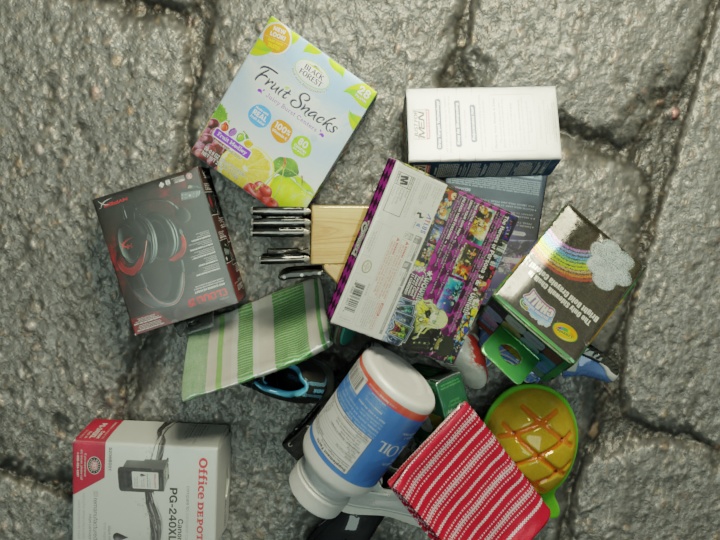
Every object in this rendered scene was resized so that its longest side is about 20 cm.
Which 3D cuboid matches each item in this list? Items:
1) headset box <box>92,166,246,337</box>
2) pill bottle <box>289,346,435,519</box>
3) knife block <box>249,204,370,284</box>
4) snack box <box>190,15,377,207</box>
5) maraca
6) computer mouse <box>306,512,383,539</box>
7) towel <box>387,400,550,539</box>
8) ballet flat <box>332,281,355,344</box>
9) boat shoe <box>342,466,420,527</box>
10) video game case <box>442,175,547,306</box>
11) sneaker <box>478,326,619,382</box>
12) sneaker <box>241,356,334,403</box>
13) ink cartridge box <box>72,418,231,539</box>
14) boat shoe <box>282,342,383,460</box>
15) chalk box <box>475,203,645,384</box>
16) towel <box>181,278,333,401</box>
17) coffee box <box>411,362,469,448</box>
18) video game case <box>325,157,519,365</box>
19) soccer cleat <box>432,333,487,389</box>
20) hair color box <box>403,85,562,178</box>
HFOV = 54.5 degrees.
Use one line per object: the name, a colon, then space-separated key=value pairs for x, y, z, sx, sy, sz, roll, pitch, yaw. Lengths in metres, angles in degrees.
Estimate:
headset box: x=-0.245 y=-0.017 z=0.925 sx=0.145 sy=0.075 sz=0.205 roll=-15 pitch=96 yaw=1
pill bottle: x=-0.004 y=0.206 z=0.872 sx=0.111 sy=0.112 sz=0.202 roll=34 pitch=106 yaw=-4
knife block: x=-0.031 y=-0.058 z=0.865 sx=0.200 sy=0.064 sz=0.176 roll=-45 pitch=99 yaw=1
snack box: x=-0.097 y=-0.191 z=0.911 sx=0.166 sy=0.068 sz=0.203 roll=32 pitch=93 yaw=-4
maraca: x=0.224 y=0.253 z=0.946 sx=0.133 sy=0.107 sz=0.206 roll=7 pitch=97 yaw=3
computer mouse: x=-0.017 y=0.410 z=0.992 sx=0.200 sy=0.046 sz=0.141 roll=-45 pitch=94 yaw=4
towel: x=0.141 y=0.286 z=0.870 sx=0.144 sy=0.022 sz=0.201 roll=-42 pitch=103 yaw=-13
ballet flat: x=0.000 y=0.000 z=0.945 sx=0.063 sy=0.067 sz=0.204 roll=29 pitch=95 yaw=23
boat shoe: x=0.029 y=0.287 z=0.934 sx=0.195 sy=0.072 sz=0.070 roll=8 pitch=115 yaw=29
video game case: x=0.173 y=-0.053 z=0.955 sx=0.139 sy=0.019 sz=0.206 roll=7 pitch=97 yaw=-1
sneaker: x=0.250 y=0.116 z=0.949 sx=0.195 sy=0.076 sz=0.079 roll=18 pitch=93 yaw=8
sneaker: x=-0.132 y=0.122 z=0.920 sx=0.195 sy=0.082 sz=0.075 roll=12 pitch=89 yaw=20
ink cartridge box: x=-0.282 y=0.291 z=0.956 sx=0.194 sy=0.083 sz=0.150 roll=3 pitch=97 yaw=-1
boat shoe: x=-0.042 y=0.176 z=0.958 sx=0.065 sy=0.070 sz=0.202 roll=32 pitch=103 yaw=-6
chalk box: x=0.228 y=0.048 z=0.861 sx=0.124 sy=0.124 sz=0.200 roll=40 pitch=77 yaw=12
towel: x=-0.135 y=0.083 z=0.906 sx=0.195 sy=0.154 sz=0.024 roll=-18 pitch=124 yaw=1
coffee box: x=0.115 y=0.231 z=0.936 sx=0.043 sy=0.122 sz=0.205 roll=-19 pitch=96 yaw=-22
video game case: x=0.074 y=-0.006 z=0.836 sx=0.177 sy=0.036 sz=0.204 roll=19 pitch=100 yaw=-21
soccer cleat: x=0.092 y=0.082 z=0.924 sx=0.202 sy=0.085 sz=0.068 roll=55 pitch=138 yaw=-1
hair color box: x=0.154 y=-0.178 z=0.907 sx=0.194 sy=0.061 sz=0.103 roll=-1 pitch=77 yaw=-1
